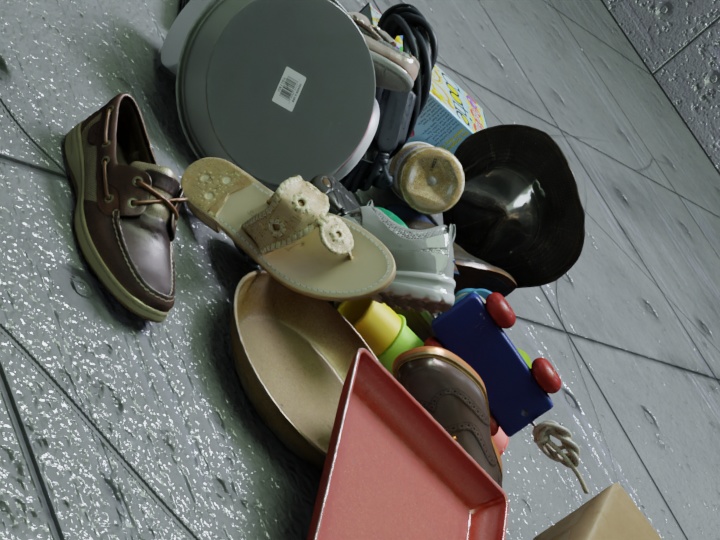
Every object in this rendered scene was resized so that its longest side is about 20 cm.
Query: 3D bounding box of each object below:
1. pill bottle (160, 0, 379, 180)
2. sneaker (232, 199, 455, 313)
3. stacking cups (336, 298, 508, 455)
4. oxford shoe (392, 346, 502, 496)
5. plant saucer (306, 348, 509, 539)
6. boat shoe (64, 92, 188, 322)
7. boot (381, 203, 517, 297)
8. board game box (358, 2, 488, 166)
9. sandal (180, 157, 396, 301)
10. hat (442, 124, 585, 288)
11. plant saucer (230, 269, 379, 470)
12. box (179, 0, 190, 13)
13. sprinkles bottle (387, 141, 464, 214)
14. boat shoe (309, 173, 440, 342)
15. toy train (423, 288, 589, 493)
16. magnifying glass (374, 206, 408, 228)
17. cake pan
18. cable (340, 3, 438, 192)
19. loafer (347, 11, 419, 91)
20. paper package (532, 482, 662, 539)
[{"bbox_3d":[-0.086,-0.176,1.411,0.199,0.113,0.114,36,26,-31],"label":"pill bottle"},{"bbox_3d":[-0.011,-0.021,1.262,0.197,0.083,0.075,13,-15,1],"label":"sneaker"},{"bbox_3d":[0.061,0.097,1.334,0.200,0.060,0.061,41,24,-20],"label":"stacking cups"},{"bbox_3d":[0.079,0.142,1.220,0.073,0.070,0.201,-92,160,-48],"label":"oxford shoe"},{"bbox_3d":[0.033,0.192,1.103,0.200,0.036,0.201,46,35,-26],"label":"plant saucer"},{"bbox_3d":[-0.170,-0.054,1.115,0.072,0.072,0.201,28,31,-43],"label":"boat shoe"},{"bbox_3d":[0.092,-0.017,1.556,0.199,0.074,0.098,12,46,-54],"label":"boot"},{"bbox_3d":[0.047,-0.189,1.699,0.199,0.105,0.104,39,24,-26],"label":"board game box"},{"bbox_3d":[-0.069,-0.048,1.194,0.210,0.078,0.070,29,-26,26],"label":"sandal"},{"bbox_3d":[0.144,-0.063,1.611,0.080,0.201,0.202,-16,66,-43],"label":"hat"},{"bbox_3d":[-0.039,0.091,1.186,0.200,0.035,0.201,41,24,-22],"label":"plant saucer"},{"bbox_3d":[-0.107,-0.250,1.578,0.193,0.047,0.201,41,24,-26],"label":"box"},{"bbox_3d":[0.067,-0.100,1.565,0.068,0.068,0.200,47,2,-7],"label":"sprinkles bottle"},{"bbox_3d":[0.000,0.000,1.358,0.200,0.074,0.076,48,14,-24],"label":"boat shoe"},{"bbox_3d":[0.140,0.106,1.335,0.201,0.084,0.116,54,10,-6],"label":"toy train"},{"bbox_3d":[0.055,0.028,1.440,0.022,0.079,0.201,-38,99,-33],"label":"magnifying glass"},{"bbox_3d":[-0.069,-0.164,1.335,0.200,0.202,0.037,37,-10,-28],"label":"cake pan"},{"bbox_3d":[0.026,-0.175,1.521,0.050,0.203,0.163,14,-9,-15],"label":"cable"},{"bbox_3d":[-0.022,-0.236,1.450,0.198,0.063,0.072,23,-15,27],"label":"loafer"},{"bbox_3d":[0.217,0.307,1.252,0.191,0.103,0.200,52,21,2],"label":"paper package"}]
